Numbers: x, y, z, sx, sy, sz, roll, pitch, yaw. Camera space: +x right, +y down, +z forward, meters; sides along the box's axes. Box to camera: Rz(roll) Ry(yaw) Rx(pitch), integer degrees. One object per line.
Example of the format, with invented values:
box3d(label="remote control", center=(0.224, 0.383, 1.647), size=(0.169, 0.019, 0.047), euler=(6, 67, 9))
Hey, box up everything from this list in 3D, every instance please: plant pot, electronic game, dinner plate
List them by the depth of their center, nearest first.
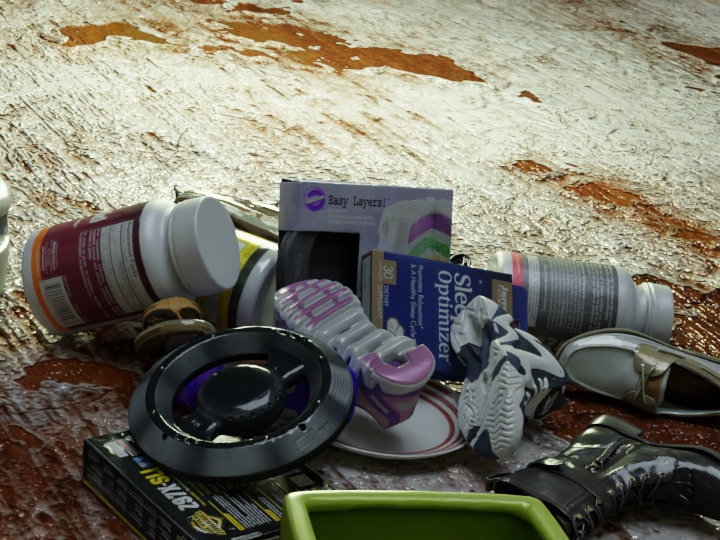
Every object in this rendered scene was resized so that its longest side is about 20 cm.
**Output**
box3d(label="plant pot", center=(0.047, 0.275, 1.160), size=(0.199, 0.183, 0.199), euler=(3, 22, -15))
box3d(label="electronic game", center=(-0.104, 0.114, 1.507), size=(0.199, 0.042, 0.200), euler=(-5, 36, 4))
box3d(label="dinner plate", center=(0.017, 0.142, 1.693), size=(0.199, 0.024, 0.200), euler=(8, 23, -3))

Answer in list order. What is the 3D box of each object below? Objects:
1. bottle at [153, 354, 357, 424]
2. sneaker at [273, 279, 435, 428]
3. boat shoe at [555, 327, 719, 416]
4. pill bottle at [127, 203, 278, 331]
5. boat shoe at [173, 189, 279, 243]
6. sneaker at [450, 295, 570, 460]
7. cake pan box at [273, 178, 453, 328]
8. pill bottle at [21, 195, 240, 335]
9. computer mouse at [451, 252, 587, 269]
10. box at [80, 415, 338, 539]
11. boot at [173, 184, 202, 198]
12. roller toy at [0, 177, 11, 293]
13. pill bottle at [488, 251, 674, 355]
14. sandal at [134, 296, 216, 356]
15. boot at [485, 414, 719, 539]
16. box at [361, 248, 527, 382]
box3d(label="bottle", center=(-0.104, 0.109, 1.624), size=(0.199, 0.066, 0.083), euler=(3, -12, 30))
box3d(label="sneaker", center=(-0.012, 0.084, 1.670), size=(0.080, 0.089, 0.200), euler=(-27, 47, -32))
box3d(label="boat shoe", center=(0.306, 0.110, 1.818), size=(0.199, 0.075, 0.068), euler=(7, 16, -7))
box3d(label="pill bottle", center=(-0.169, 0.002, 1.842), size=(0.199, 0.115, 0.114), euler=(20, 24, 24))
box3d(label="boat shoe", center=(-0.109, -0.048, 1.914), size=(0.199, 0.072, 0.076), euler=(24, 50, 1))
box3d(label="sneaker", center=(0.161, 0.124, 1.697), size=(0.129, 0.080, 0.200), euler=(29, 25, -26))
box3d(label="cake pan box", center=(0.000, 0.000, 1.794), size=(0.199, 0.185, 0.052), euler=(3, 0, -30))
box3d(label="pill bottle", center=(-0.230, -0.008, 1.744), size=(0.199, 0.115, 0.114), euler=(-12, 15, 20))
box3d(label="computer mouse", center=(0.187, 0.023, 2.029), size=(0.199, 0.053, 0.139), euler=(0, 20, 6))
box3d(label="box", center=(-0.122, 0.191, 1.480), size=(0.159, 0.050, 0.200), euler=(-12, 30, -37))
box3d(label="boot", center=(-0.140, -0.056, 2.037), size=(0.199, 0.077, 0.168), euler=(-20, 38, -34))
box3d(label="roller toy", center=(-0.460, -0.045, 1.805), size=(0.182, 0.141, 0.200), euler=(-10, 28, -40))
box3d(label="pill bottle", center=(0.238, 0.044, 1.905), size=(0.199, 0.111, 0.111), euler=(7, 22, -4))
box3d(label="sandal", center=(-0.181, 0.053, 1.690), size=(0.080, 0.054, 0.200), euler=(-6, -3, -4))
box3d(label="boot", center=(0.235, 0.209, 1.578), size=(0.199, 0.070, 0.174), euler=(19, 29, 34))
box3d(label="box", center=(0.094, 0.053, 1.776), size=(0.199, 0.122, 0.032), euler=(10, -21, -26))
